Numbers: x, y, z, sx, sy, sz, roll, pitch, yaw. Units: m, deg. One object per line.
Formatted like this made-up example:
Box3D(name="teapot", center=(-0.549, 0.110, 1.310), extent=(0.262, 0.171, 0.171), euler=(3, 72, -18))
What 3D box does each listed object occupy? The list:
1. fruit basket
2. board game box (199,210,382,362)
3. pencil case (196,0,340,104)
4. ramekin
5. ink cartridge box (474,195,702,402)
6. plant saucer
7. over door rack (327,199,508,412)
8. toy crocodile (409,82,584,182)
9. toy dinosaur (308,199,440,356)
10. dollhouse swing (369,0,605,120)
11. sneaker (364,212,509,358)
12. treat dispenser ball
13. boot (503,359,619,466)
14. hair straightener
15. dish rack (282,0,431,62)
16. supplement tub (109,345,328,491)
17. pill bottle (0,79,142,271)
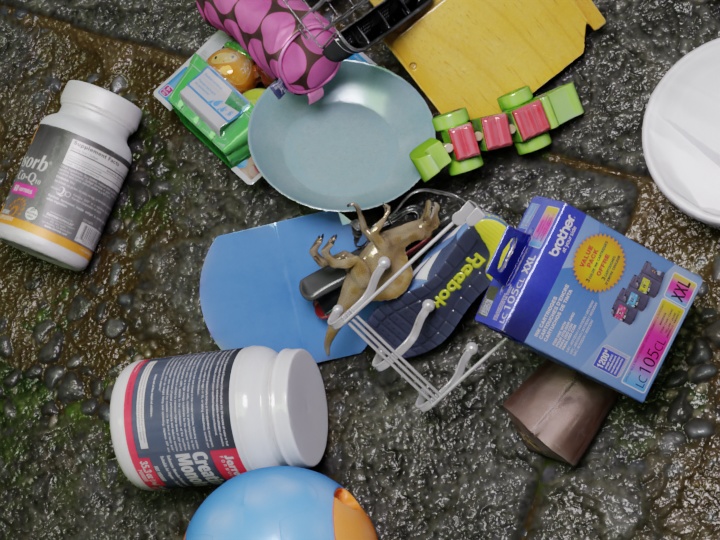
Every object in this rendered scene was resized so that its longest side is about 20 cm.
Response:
Box3D(name="fruit basket", center=(-0.112, -0.218, 1.718), extent=(0.200, 0.094, 0.185), euler=(-45, 65, -1))
Box3D(name="board game box", center=(-0.072, 0.024, 1.655), extent=(0.200, 0.039, 0.158), euler=(-13, 93, 6))
Box3D(name="pencil case", center=(-0.102, -0.261, 1.641), extent=(0.091, 0.094, 0.200), euler=(-32, 47, -12))
Box3D(name="ramekin", center=(0.386, -0.127, 1.514), extent=(0.202, 0.094, 0.203), euler=(-5, 73, 17))
Box3D(name="ink cartridge box", center=(0.202, 0.020, 1.434), extent=(0.200, 0.076, 0.137), euler=(26, 89, -18))
Box3D(name="plant saucer", center=(-0.020, -0.137, 1.631), extent=(0.201, 0.039, 0.201), euler=(1, 58, -1))
Box3D(name="over door rack", center=(0.088, 0.033, 1.515), extent=(0.200, 0.148, 0.067), euler=(-39, 21, 21))
Box3D(name="toy crocodile", center=(0.143, -0.147, 1.595), extent=(0.200, 0.062, 0.068), euler=(-20, 98, -12))
Box3D(name="toy dinosaur", center=(0.000, 0.000, 1.547), extent=(0.101, 0.058, 0.200), euler=(37, 101, -15))
Box3D(name="dollhouse swing", center=(0.126, -0.287, 1.685), extent=(0.200, 0.176, 0.182), euler=(-38, 107, 5))
Box3D(name="sneaker", center=(0.087, 0.015, 1.594), extent=(0.074, 0.082, 0.200), euler=(44, 110, -11))
Box3D(name="treat dispenser ball", center=(-0.078, 0.293, 1.495), extent=(0.201, 0.201, 0.201), euler=(-5, 73, 18))
Box3D(name="boot", center=(0.196, 0.076, 1.541), extent=(0.186, 0.064, 0.200), euler=(39, 94, 23))
Box3D(name="hair straightener", center=(0.022, -0.025, 1.584), extent=(0.200, 0.077, 0.041), euler=(-30, 46, 9))
Box3D(name="dish rack", center=(-0.035, -0.317, 1.556), extent=(0.200, 0.153, 0.055), euler=(52, 139, -4))
Box3D(name="supplement tub", center=(-0.148, 0.154, 1.593), extent=(0.200, 0.140, 0.141), euler=(-8, 72, 18))
Box3D(name="pill bottle", center=(-0.332, -0.109, 1.749), extent=(0.116, 0.116, 0.200), euler=(18, 81, 23))
